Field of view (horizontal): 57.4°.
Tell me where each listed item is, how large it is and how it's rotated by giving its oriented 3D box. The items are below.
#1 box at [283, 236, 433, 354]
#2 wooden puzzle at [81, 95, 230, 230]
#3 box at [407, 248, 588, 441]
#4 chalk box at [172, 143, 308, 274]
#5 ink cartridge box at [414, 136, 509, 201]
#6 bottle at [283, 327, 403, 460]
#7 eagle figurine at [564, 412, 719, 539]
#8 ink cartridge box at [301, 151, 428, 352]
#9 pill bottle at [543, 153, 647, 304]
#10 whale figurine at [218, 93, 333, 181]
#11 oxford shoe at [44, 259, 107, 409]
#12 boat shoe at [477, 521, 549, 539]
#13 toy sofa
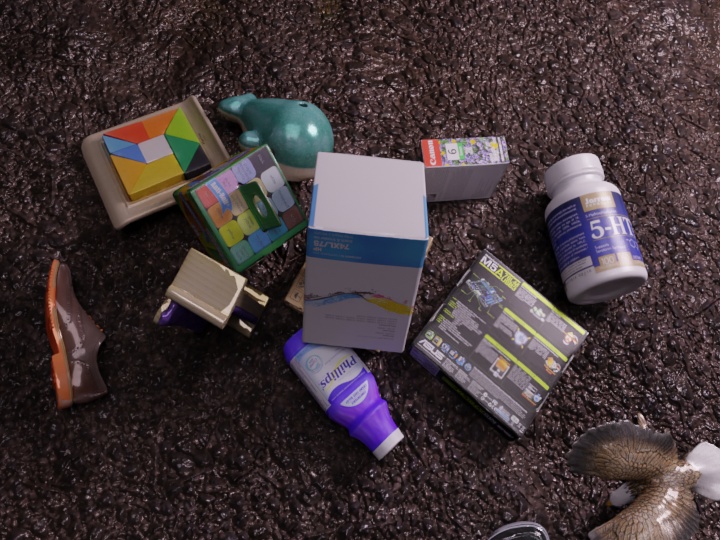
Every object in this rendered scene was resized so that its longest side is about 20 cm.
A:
[{"bbox_3d":[0.000,0.000,0.985,0.160,0.021,0.204,27,68,5],"label":"box"},{"bbox_3d":[-0.310,-0.173,0.996,0.196,0.038,0.187,-27,63,-14],"label":"wooden puzzle"},{"bbox_3d":[0.199,0.104,0.954,0.198,0.048,0.194,38,67,10],"label":"box"},{"bbox_3d":[-0.160,-0.083,0.889,0.122,0.199,0.127,-34,107,-17],"label":"chalk box"},{"bbox_3d":[0.118,-0.153,1.010,0.193,0.110,0.052,-4,68,-7],"label":"ink cartridge box"},{"bbox_3d":[-0.021,0.162,0.896,0.083,0.066,0.201,-35,76,-18],"label":"bottle"},{"bbox_3d":[0.366,0.278,0.849,0.150,0.196,0.155,32,108,41],"label":"eagle figurine"},{"bbox_3d":[0.002,-0.020,0.853,0.141,0.204,0.149,5,44,-3],"label":"ink cartridge box"},{"bbox_3d":[0.345,-0.064,0.994,0.116,0.120,0.206,-7,69,-9],"label":"pill bottle"},{"bbox_3d":[-0.126,-0.226,1.006,0.199,0.105,0.158,39,39,19],"label":"whale figurine"},{"bbox_3d":[-0.389,0.082,0.899,0.071,0.071,0.206,-5,72,-29],"label":"oxford shoe"},{"bbox_3d":[0.161,0.378,0.829,0.194,0.068,0.075,-18,71,-13],"label":"boat shoe"},{"bbox_3d":[-0.185,0.048,0.851,0.081,0.200,0.100,27,82,4],"label":"toy sofa"}]
